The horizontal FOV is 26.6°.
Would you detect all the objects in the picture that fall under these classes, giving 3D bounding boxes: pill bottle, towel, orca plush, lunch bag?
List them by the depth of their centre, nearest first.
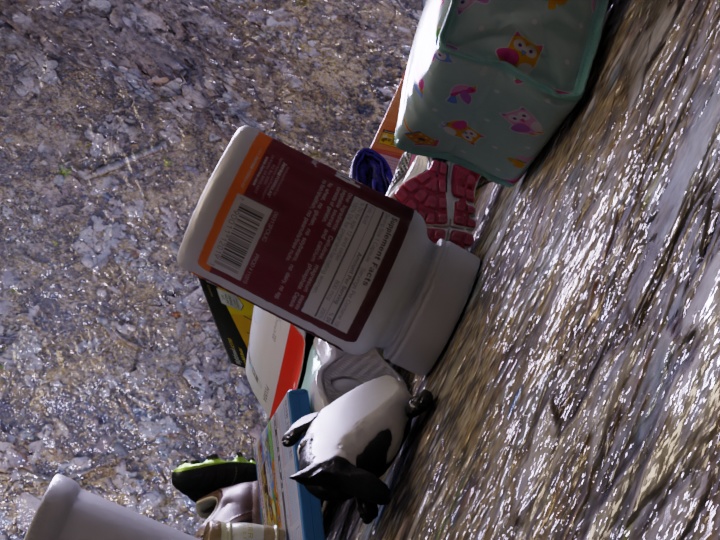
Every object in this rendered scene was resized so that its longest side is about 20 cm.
[{"bbox_3d":[0.008,0.127,0.977,0.104,0.072,0.200,-20,7,-2],"label":"orca plush"},{"bbox_3d":[0.109,-0.183,1.038,0.171,0.121,0.202,120,170,-69],"label":"lunch bag"},{"bbox_3d":[-0.021,-0.011,1.097,0.115,0.198,0.114,-63,3,6],"label":"pill bottle"},{"bbox_3d":[0.000,0.000,1.349,0.200,0.049,0.150,106,172,-68],"label":"towel"}]

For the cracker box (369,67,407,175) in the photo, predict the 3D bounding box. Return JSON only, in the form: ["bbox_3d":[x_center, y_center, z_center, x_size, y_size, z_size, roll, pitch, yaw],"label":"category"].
[{"bbox_3d":[0.051,-0.095,1.535,0.201,0.057,0.135,92,-162,-51],"label":"cracker box"}]

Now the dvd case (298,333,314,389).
[{"bbox_3d":[-0.057,0.106,1.410,0.200,0.017,0.144,113,166,-63],"label":"dvd case"}]

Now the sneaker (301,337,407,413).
[{"bbox_3d":[-0.014,0.127,1.184,0.201,0.073,0.120,-103,25,-75],"label":"sneaker"}]

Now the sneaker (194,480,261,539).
[{"bbox_3d":[-0.112,0.260,1.328,0.201,0.074,0.071,-93,-6,-64],"label":"sneaker"}]

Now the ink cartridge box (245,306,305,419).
[{"bbox_3d":[-0.078,0.072,1.340,0.161,0.047,0.202,107,172,-53],"label":"ink cartridge box"}]

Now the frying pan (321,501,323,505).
[{"bbox_3d":[-0.056,0.230,1.362,0.191,0.031,0.116,105,-175,-47],"label":"frying pan"}]

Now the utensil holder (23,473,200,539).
[{"bbox_3d":[-0.151,0.257,1.041,0.170,0.198,0.172,-157,90,-86],"label":"utensil holder"}]

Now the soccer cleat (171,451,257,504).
[{"bbox_3d":[-0.115,0.226,1.471,0.200,0.067,0.082,32,-131,-59],"label":"soccer cleat"}]

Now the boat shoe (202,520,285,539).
[{"bbox_3d":[-0.095,0.288,1.171,0.073,0.062,0.204,-114,27,-73],"label":"boat shoe"}]

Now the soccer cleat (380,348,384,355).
[{"bbox_3d":[0.004,0.084,1.465,0.202,0.064,0.084,-69,-26,-17],"label":"soccer cleat"}]

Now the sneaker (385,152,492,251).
[{"bbox_3d":[0.059,-0.058,1.213,0.202,0.080,0.075,-63,10,-14],"label":"sneaker"}]

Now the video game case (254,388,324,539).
[{"bbox_3d":[-0.056,0.186,1.185,0.200,0.018,0.145,122,142,-69],"label":"video game case"}]

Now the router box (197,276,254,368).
[{"bbox_3d":[-0.077,0.058,1.567,0.201,0.148,0.051,79,-146,-60],"label":"router box"}]
